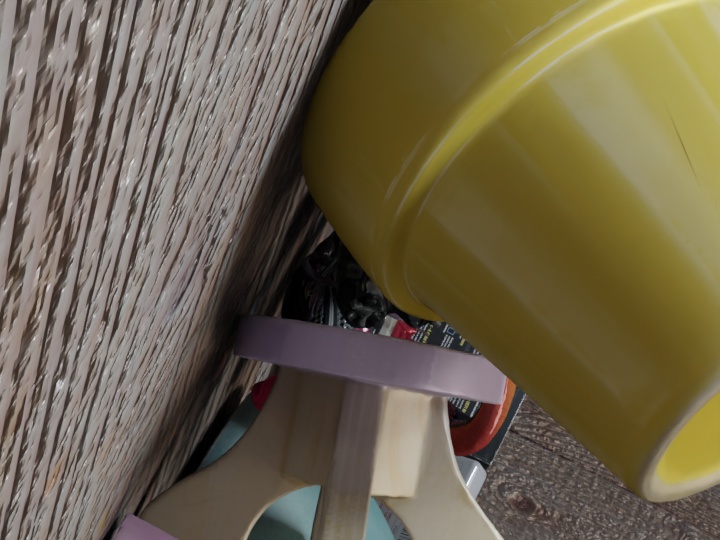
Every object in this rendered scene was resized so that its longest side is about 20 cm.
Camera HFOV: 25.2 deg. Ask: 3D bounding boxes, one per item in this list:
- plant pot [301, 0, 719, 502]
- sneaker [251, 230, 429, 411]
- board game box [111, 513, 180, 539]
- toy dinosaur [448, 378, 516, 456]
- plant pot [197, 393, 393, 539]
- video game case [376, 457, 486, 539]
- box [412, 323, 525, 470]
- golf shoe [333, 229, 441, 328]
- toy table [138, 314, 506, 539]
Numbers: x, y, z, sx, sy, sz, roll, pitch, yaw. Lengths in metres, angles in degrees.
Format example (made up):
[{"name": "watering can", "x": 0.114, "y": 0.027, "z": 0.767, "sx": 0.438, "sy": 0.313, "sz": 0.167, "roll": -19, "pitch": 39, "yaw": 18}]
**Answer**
[{"name": "plant pot", "x": 0.106, "y": -0.021, "z": 0.633, "sx": 0.201, "sy": 0.189, "sz": 0.201, "roll": -26, "pitch": 152, "yaw": -15}, {"name": "sneaker", "x": 0.000, "y": 0.000, "z": 0.895, "sx": 0.081, "sy": 0.075, "sz": 0.200, "roll": 140, "pitch": -33, "yaw": -64}, {"name": "board game box", "x": -0.145, "y": 0.236, "z": 0.699, "sx": 0.199, "sy": 0.043, "sz": 0.200, "roll": -62, "pitch": 177, "yaw": -41}, {"name": "toy dinosaur", "x": 0.069, "y": -0.001, "z": 0.841, "sx": 0.182, "sy": 0.105, "sz": 0.200, "roll": -69, "pitch": 151, "yaw": -25}, {"name": "plant pot", "x": -0.051, "y": 0.189, "z": 0.926, "sx": 0.200, "sy": 0.134, "sz": 0.200, "roll": -62, "pitch": 176, "yaw": -7}, {"name": "video game case", "x": -0.036, "y": 0.193, "z": 1.056, "sx": 0.200, "sy": 0.182, "sz": 0.022, "roll": -62, "pitch": 142, "yaw": -21}, {"name": "box", "x": 0.059, "y": 0.013, "z": 1.104, "sx": 0.200, "sy": 0.160, "sz": 0.044, "roll": -63, "pitch": 177, "yaw": -14}, {"name": "golf shoe", "x": 0.022, "y": -0.069, "z": 0.784, "sx": 0.095, "sy": 0.078, "sz": 0.200, "roll": -102, "pitch": -155, "yaw": -52}, {"name": "toy table", "x": -0.006, "y": 0.088, "z": 0.751, "sx": 0.200, "sy": 0.184, "sz": 0.117, "roll": 26, "pitch": 74, "yaw": -79}]
